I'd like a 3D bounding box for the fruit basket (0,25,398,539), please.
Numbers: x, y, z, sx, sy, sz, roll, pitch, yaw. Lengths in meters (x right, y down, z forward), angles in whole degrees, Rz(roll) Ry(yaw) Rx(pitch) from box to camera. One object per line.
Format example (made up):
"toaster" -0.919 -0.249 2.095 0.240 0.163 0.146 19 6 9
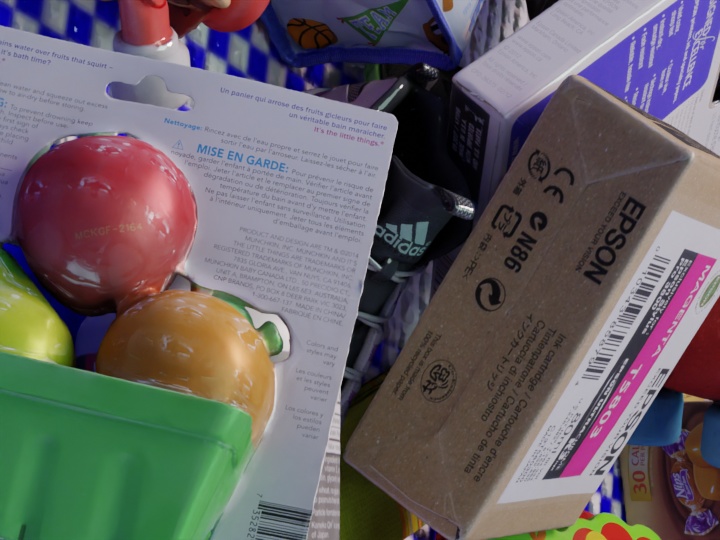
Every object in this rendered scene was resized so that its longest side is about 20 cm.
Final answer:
"fruit basket" -0.094 0.015 0.694 0.094 0.183 0.202 101 1 -64

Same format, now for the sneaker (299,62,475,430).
"sneaker" 0.000 0.000 0.842 0.077 0.139 0.202 18 68 -38

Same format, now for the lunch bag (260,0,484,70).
"lunch bag" -0.007 -0.221 0.886 0.201 0.123 0.171 60 42 -45

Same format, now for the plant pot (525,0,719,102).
"plant pot" 0.160 -0.204 1.029 0.200 0.199 0.200 42 38 -46

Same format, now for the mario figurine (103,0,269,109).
"mario figurine" -0.114 -0.139 0.762 0.199 0.105 0.124 23 90 -54

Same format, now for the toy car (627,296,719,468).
"toy car" 0.156 0.018 1.082 0.199 0.176 0.186 0 98 -44

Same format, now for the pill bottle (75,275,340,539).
"pill bottle" -0.062 0.071 0.772 0.110 0.110 0.202 11 76 -56

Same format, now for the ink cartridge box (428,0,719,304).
"ink cartridge box" 0.122 -0.073 0.953 0.199 0.043 0.199 -34 152 -22

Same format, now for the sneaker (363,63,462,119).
"sneaker" 0.066 -0.082 1.013 0.199 0.083 0.078 7 80 -57

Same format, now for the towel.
"towel" 0.002 0.106 0.953 0.200 0.018 0.087 -27 108 -55

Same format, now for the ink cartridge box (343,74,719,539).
"ink cartridge box" 0.097 0.023 0.884 0.201 0.075 0.164 -60 156 10

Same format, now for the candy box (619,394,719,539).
"candy box" 0.233 0.178 1.210 0.056 0.116 0.202 -9 94 -56

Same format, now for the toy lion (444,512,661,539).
"toy lion" 0.112 0.194 0.952 0.200 0.068 0.192 43 40 -17

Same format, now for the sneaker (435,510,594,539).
"sneaker" 0.080 0.159 1.018 0.200 0.076 0.086 -25 102 -56
